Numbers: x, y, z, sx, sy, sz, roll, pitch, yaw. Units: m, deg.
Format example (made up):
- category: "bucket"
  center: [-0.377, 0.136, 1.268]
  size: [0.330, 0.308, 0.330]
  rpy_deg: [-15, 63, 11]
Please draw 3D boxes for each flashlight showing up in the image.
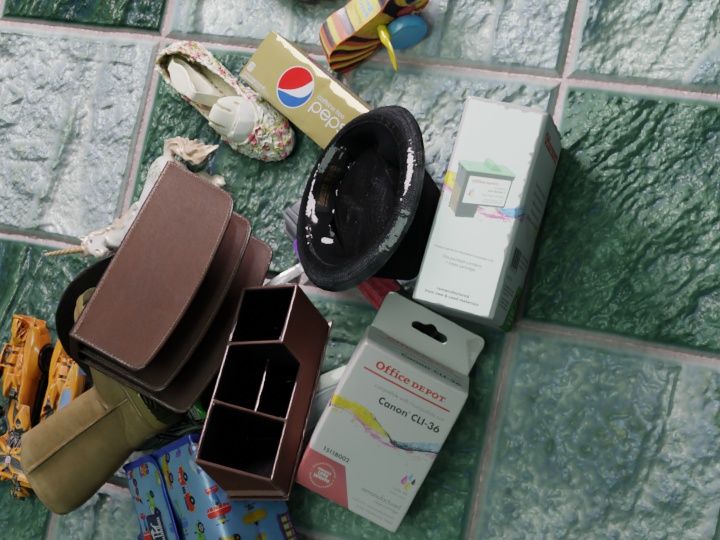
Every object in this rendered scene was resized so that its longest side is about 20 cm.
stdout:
- category: "flashlight"
  center: [0.000, 0.000, 1.715]
  size: [0.067, 0.068, 0.200]
  rpy_deg: [-26, 56, -24]

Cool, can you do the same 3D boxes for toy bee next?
- category: "toy bee"
  center: [0.028, -0.286, 1.741]
  size: [0.200, 0.108, 0.131]
  rpy_deg: [-49, 62, 10]

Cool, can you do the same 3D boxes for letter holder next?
- category: "letter holder"
  center: [-0.178, 0.022, 1.659]
  size: [0.141, 0.101, 0.201]
  rpy_deg: [28, 73, -1]

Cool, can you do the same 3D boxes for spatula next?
- category: "spatula"
  center: [-0.091, 0.017, 1.730]
  size: [0.199, 0.020, 0.057]
  rpy_deg: [-38, 72, 21]

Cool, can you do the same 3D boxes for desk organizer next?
- category: "desk organizer"
  center: [-0.094, 0.117, 1.645]
  size: [0.071, 0.077, 0.202]
  rpy_deg: [-4, 55, 27]

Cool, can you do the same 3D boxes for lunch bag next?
- category: "lunch bag"
  center: [-0.170, 0.251, 1.731]
  size: [0.199, 0.094, 0.152]
  rpy_deg: [-27, 81, 47]

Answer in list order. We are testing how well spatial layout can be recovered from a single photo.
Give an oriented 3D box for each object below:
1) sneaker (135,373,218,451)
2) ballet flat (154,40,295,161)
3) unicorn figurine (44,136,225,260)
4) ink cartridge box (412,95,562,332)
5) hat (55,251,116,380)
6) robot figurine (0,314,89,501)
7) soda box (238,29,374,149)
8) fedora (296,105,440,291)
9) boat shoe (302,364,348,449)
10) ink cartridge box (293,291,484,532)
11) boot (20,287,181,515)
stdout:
- category: "sneaker"
  center: [-0.182, 0.133, 1.760]
  size: [0.199, 0.085, 0.078]
  rpy_deg: [-31, 99, 19]
- category: "ballet flat"
  center: [-0.156, -0.182, 1.835]
  size: [0.200, 0.064, 0.076]
  rpy_deg: [39, 115, 28]
- category: "unicorn figurine"
  center: [-0.230, -0.058, 1.852]
  size: [0.137, 0.074, 0.201]
  rpy_deg: [26, 77, 37]
- category: "ink cartridge box"
  center: [0.125, -0.052, 1.616]
  size: [0.083, 0.145, 0.202]
  rpy_deg: [15, 86, 13]
- category: "hat"
  center: [-0.227, 0.036, 1.802]
  size: [0.199, 0.201, 0.081]
  rpy_deg: [-28, 32, 18]
- category: "robot figurine"
  center: [-0.365, 0.156, 1.874]
  size: [0.144, 0.058, 0.202]
  rpy_deg: [9, 83, 29]
- category: "soda box"
  center: [-0.033, -0.167, 1.769]
  size: [0.200, 0.068, 0.064]
  rpy_deg: [41, 99, 27]
- category: "fedora"
  center: [0.024, -0.058, 1.633]
  size: [0.200, 0.091, 0.202]
  rpy_deg: [-32, 44, 37]
- category: "boat shoe"
  center: [-0.043, 0.153, 1.716]
  size: [0.200, 0.070, 0.072]
  rpy_deg: [-31, 78, 22]
- category: "ink cartridge box"
  center: [0.030, 0.136, 1.633]
  size: [0.116, 0.068, 0.201]
  rpy_deg: [26, 104, -2]
- category: "boot"
  center: [-0.297, 0.140, 1.760]
  size: [0.199, 0.066, 0.176]
  rpy_deg: [-36, 79, 33]
